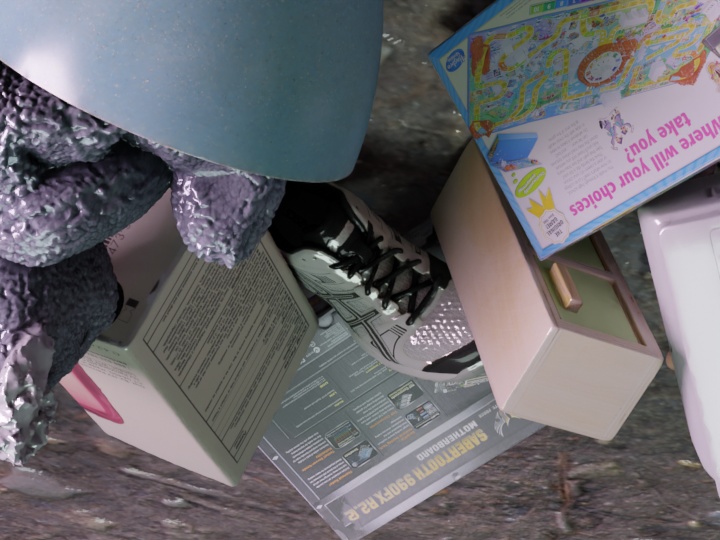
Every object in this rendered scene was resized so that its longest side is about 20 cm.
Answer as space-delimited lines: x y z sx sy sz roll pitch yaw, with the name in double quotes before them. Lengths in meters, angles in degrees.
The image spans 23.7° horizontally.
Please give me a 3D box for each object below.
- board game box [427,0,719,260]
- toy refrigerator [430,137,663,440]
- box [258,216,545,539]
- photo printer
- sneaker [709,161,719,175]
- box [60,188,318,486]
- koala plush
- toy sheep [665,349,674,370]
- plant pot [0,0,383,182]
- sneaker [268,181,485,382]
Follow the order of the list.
"board game box" 0.135 -0.104 0.896 0.034 0.135 0.200 -25 175 -42
"toy refrigerator" 0.107 0.004 1.016 0.076 0.200 0.070 17 120 -21
"box" 0.023 0.077 1.173 0.200 0.048 0.159 -34 110 19
"photo printer" 0.256 0.035 0.958 0.165 0.070 0.201 -14 111 10
"sneaker" 0.234 -0.071 1.011 0.082 0.077 0.200 25 136 -18
"box" -0.120 0.023 1.036 0.108 0.128 0.200 18 157 23
"koala plush" -0.172 -0.017 0.869 0.183 0.201 0.177 13 -163 -43
"toy sheep" 0.270 0.035 1.083 0.138 0.200 0.138 32 147 24
"plant pot" -0.069 -0.147 0.809 0.199 0.200 0.135 17 108 -22
"sneaker" 0.000 0.000 1.064 0.199 0.076 0.088 31 170 23
